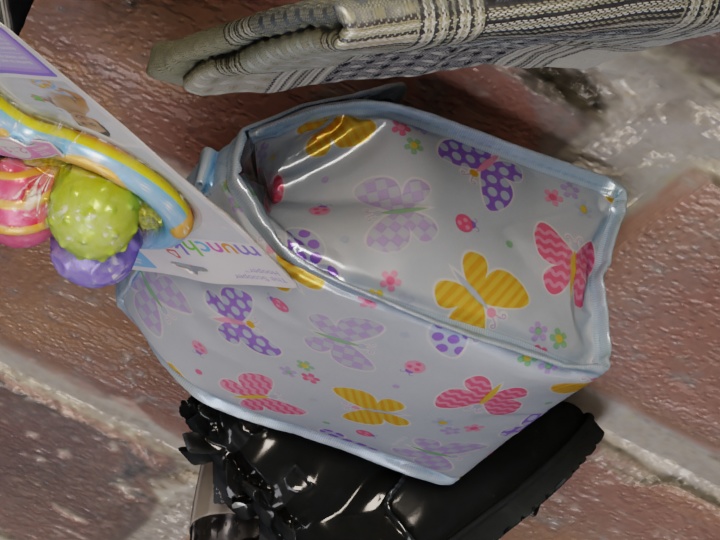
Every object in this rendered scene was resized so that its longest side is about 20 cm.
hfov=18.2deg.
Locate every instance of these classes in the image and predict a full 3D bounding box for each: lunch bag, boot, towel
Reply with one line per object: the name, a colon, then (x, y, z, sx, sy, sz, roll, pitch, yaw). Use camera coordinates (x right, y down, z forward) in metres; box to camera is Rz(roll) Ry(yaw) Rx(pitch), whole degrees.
lunch bag: (0.000, 0.000, 1.051, 0.198, 0.128, 0.170, 17, 150, -16)
boot: (0.013, 0.083, 1.174, 0.163, 0.198, 0.073, 52, 156, 4)
towel: (0.038, -0.087, 0.841, 0.191, 0.035, 0.200, -9, -176, -24)

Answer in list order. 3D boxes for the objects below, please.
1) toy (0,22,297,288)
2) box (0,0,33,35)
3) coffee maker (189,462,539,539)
toy: (-0.128, -0.033, 0.918, 0.114, 0.047, 0.200, 7, 152, 40)
box: (-0.215, -0.207, 0.851, 0.195, 0.125, 0.201, 12, 147, 7)
coffee maker: (-0.016, 0.166, 1.227, 0.190, 0.201, 0.135, 7, 146, 17)
